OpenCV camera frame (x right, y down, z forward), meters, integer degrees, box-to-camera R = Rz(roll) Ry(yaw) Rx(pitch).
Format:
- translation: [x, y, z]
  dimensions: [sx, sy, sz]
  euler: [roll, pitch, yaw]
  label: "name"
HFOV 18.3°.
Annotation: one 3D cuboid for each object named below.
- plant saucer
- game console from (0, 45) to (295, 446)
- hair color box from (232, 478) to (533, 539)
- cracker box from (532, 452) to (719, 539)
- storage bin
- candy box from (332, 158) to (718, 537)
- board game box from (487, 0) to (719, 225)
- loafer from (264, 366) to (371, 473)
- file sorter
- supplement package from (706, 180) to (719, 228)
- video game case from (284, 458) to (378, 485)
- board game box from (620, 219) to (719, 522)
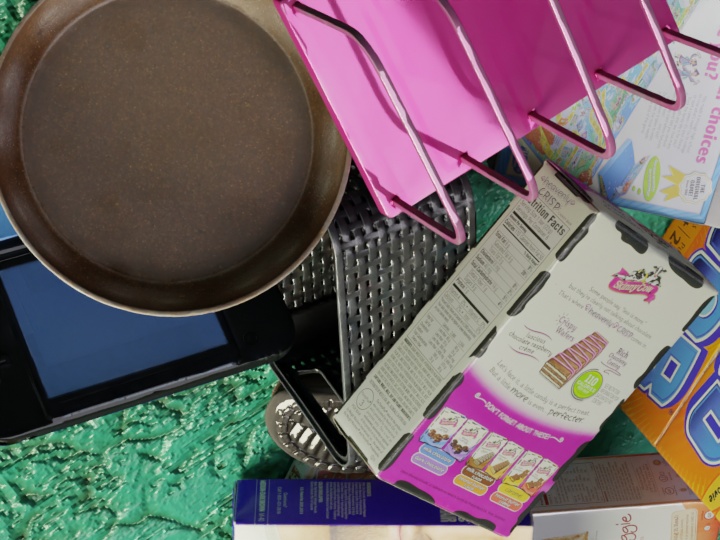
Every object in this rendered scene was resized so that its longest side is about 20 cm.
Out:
- translation: [-0.105, -0.074, 1.223]
  dimensions: [0.199, 0.034, 0.201]
  euler: [1, 86, -10]
  label: "plant saucer"
- translation: [-0.144, -0.021, 1.258]
  dimensions: [0.199, 0.171, 0.118]
  euler: [-17, 159, -21]
  label: "game console"
- translation: [0.014, 0.201, 1.502]
  dimensions: [0.199, 0.065, 0.110]
  euler: [-1, 115, -2]
  label: "hair color box"
- translation: [0.150, 0.201, 1.596]
  dimensions: [0.199, 0.058, 0.134]
  euler: [-3, 129, -7]
  label: "cracker box"
- translation: [0.000, 0.000, 1.348]
  dimensions: [0.093, 0.135, 0.201]
  euler: [-21, 133, -18]
  label: "storage bin"
- translation: [0.097, 0.049, 1.308]
  dimensions: [0.200, 0.061, 0.136]
  euler: [-50, 137, 10]
  label: "candy box"
- translation: [0.163, -0.134, 1.293]
  dimensions: [0.134, 0.034, 0.201]
  euler: [12, 114, -8]
  label: "board game box"
- translation: [0.024, 0.087, 1.486]
  dimensions: [0.199, 0.071, 0.073]
  euler: [4, 133, -28]
  label: "loafer"
- translation: [0.086, -0.124, 1.173]
  dimensions: [0.200, 0.125, 0.139]
  euler: [-32, 114, -10]
  label: "file sorter"
- translation: [0.210, -0.145, 1.388]
  dimensions: [0.113, 0.110, 0.201]
  euler: [11, 118, -38]
  label: "supplement package"
- translation: [0.018, 0.180, 1.589]
  dimensions: [0.199, 0.023, 0.183]
  euler: [8, 119, -37]
  label: "video game case"
- translation: [0.322, 0.060, 1.564]
  dimensions: [0.199, 0.200, 0.200]
  euler: [13, 116, -40]
  label: "board game box"
